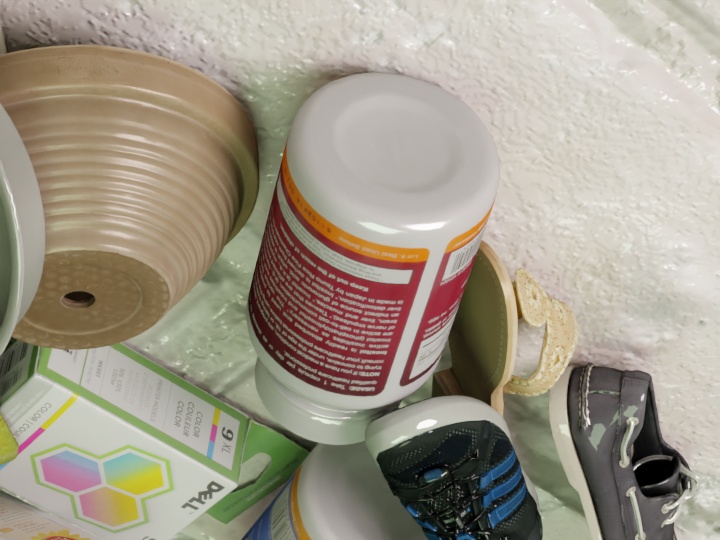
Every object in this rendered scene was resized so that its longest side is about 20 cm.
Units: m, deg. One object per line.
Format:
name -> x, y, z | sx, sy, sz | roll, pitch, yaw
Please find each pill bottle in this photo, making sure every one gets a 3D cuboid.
pill bottle -> -0.026, 0.194, 1.658 | 0.111, 0.113, 0.200 | 21, 136, -15
pill bottle -> 0.000, 0.000, 1.442 | 0.112, 0.113, 0.201 | 12, 138, -5

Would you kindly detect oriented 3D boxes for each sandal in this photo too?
sandal -> 0.088, 0.040, 1.525 | 0.069, 0.078, 0.212 | -19, 149, -18

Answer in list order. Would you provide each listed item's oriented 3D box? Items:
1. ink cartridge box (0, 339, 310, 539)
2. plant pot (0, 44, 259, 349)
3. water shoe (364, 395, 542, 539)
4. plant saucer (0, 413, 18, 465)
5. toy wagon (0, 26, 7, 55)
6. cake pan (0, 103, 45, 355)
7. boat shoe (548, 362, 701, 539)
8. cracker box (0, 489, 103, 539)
ink cartridge box -> -0.136, 0.111, 1.621 | 0.199, 0.060, 0.104 | 31, 133, -24
plant pot -> -0.149, -0.023, 1.421 | 0.199, 0.093, 0.201 | -5, 148, -3
water shoe -> 0.065, 0.133, 1.510 | 0.071, 0.079, 0.200 | -23, 151, 13
plant saucer -> -0.325, 0.057, 1.551 | 0.199, 0.048, 0.201 | -8, 123, 27
toy wagon -> -0.285, -0.116, 1.411 | 0.198, 0.040, 0.156 | 1, 137, 7
cake pan -> -0.236, -0.036, 1.365 | 0.199, 0.037, 0.202 | 16, 119, 31
boat shoe -> 0.168, 0.132, 1.594 | 0.062, 0.073, 0.201 | -9, 131, 21
cracker box -> -0.242, 0.179, 1.592 | 0.199, 0.134, 0.058 | 21, 114, 39
